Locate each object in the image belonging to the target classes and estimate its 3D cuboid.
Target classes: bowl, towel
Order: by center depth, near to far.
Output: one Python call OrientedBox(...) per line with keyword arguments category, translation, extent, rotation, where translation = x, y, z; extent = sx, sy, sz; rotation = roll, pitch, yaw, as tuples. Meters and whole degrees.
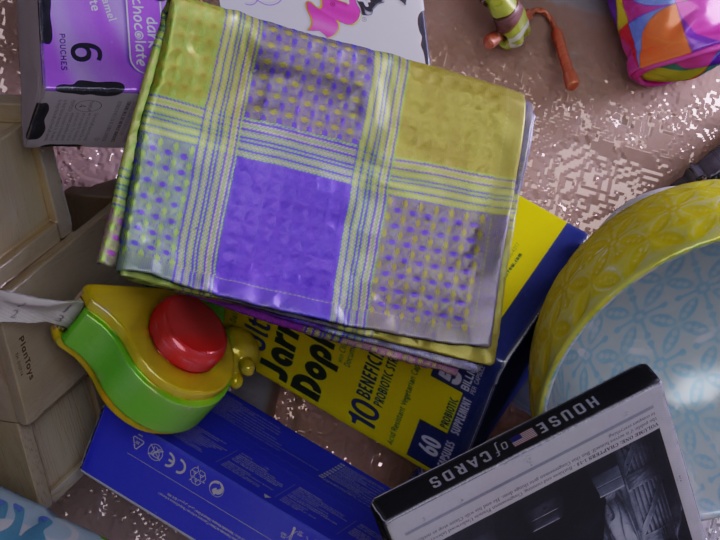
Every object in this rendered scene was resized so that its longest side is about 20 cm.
OrientedBox(category="towel", translation=(-0.015, -0.041, 1.091), extent=(0.199, 0.023, 0.145), rotation=(16, 81, -15))
OrientedBox(category="bowl", translation=(0.168, 0.021, 1.149), extent=(0.198, 0.201, 0.108), rotation=(-8, 43, -11))

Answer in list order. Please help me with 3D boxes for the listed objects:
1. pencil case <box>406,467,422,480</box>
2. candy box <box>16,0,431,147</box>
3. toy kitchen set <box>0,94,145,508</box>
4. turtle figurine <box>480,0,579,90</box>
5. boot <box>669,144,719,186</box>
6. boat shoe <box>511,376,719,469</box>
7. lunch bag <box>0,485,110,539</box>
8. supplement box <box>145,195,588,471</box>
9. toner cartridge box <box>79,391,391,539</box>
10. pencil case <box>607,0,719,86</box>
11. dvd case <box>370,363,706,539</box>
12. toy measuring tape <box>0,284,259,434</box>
OrientedBox(category="pencil case", translation=(0.092, 0.193, 1.236), extent=(0.083, 0.091, 0.202), rotation=(-17, 85, -12))
OrientedBox(category="candy box", translation=(-0.072, -0.150, 1.153), extent=(0.198, 0.072, 0.169), rotation=(0, 69, -17))
OrientedBox(category="toy kitchen set", translation=(-0.212, -0.007, 1.234), extent=(0.163, 0.179, 0.201), rotation=(-43, 130, -48))
OrientedBox(category="turtle figurine", translation=(0.047, -0.189, 1.300), extent=(0.160, 0.064, 0.202), rotation=(-13, 84, -12))
OrientedBox(category="boot", translation=(0.232, -0.054, 1.277), extent=(0.200, 0.132, 0.070), rotation=(-41, 89, -13))
OrientedBox(category="boat shoe", translation=(0.150, 0.073, 1.275), extent=(0.201, 0.086, 0.075), rotation=(27, 81, 25))
OrientedBox(category="lunch bag", translation=(-0.221, 0.201, 1.126), extent=(0.169, 0.128, 0.201), rotation=(26, 69, 6))
OrientedBox(category="supplement box", translation=(0.000, 0.000, 1.201), extent=(0.199, 0.109, 0.110), rotation=(29, 49, 11))
OrientedBox(category="toner cartridge box", translation=(-0.038, 0.124, 1.186), extent=(0.199, 0.095, 0.043), rotation=(29, 109, 18))
OrientedBox(category="pencil case", translation=(0.173, -0.210, 1.317), extent=(0.088, 0.088, 0.202), rotation=(-11, 85, -11))
OrientedBox(category="dvd case", translation=(0.101, 0.156, 1.123), extent=(0.149, 0.025, 0.201), rotation=(-26, 125, -8))
OrientedBox(category="toy measuring tape", translation=(-0.127, 0.045, 1.122), extent=(0.199, 0.073, 0.074), rotation=(4, 79, -41))
